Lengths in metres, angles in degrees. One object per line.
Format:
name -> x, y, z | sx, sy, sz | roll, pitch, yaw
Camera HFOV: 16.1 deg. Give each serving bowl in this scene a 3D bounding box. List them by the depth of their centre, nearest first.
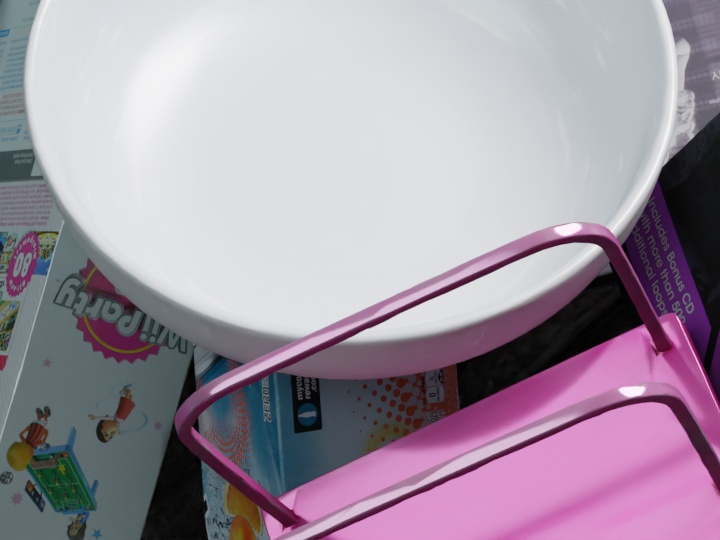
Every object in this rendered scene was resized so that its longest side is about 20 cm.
serving bowl -> -0.003, -0.045, 0.790 | 0.198, 0.066, 0.201 | 0, 55, 0

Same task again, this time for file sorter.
file sorter -> 0.049, 0.110, 0.665 | 0.138, 0.125, 0.201 | -25, 65, 8

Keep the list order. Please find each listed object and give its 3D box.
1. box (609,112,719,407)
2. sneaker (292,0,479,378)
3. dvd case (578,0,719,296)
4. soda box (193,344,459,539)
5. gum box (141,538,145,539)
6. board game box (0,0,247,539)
box -> 0.154, -0.005, 0.705 | 0.200, 0.036, 0.144 | -46, 52, 42
sneaker -> 0.000, 0.000, 0.888 | 0.076, 0.087, 0.202 | -175, 89, -69
dvd case -> 0.083, -0.089, 0.868 | 0.148, 0.016, 0.201 | -14, 64, 2
soda box -> -0.006, 0.117, 0.818 | 0.063, 0.068, 0.202 | 6, 101, 62
gum box -> -0.109, 0.206, 0.914 | 0.113, 0.066, 0.201 | 34, 96, 39
board game box -> -0.110, -0.002, 0.895 | 0.147, 0.064, 0.201 | 2, 74, 61
